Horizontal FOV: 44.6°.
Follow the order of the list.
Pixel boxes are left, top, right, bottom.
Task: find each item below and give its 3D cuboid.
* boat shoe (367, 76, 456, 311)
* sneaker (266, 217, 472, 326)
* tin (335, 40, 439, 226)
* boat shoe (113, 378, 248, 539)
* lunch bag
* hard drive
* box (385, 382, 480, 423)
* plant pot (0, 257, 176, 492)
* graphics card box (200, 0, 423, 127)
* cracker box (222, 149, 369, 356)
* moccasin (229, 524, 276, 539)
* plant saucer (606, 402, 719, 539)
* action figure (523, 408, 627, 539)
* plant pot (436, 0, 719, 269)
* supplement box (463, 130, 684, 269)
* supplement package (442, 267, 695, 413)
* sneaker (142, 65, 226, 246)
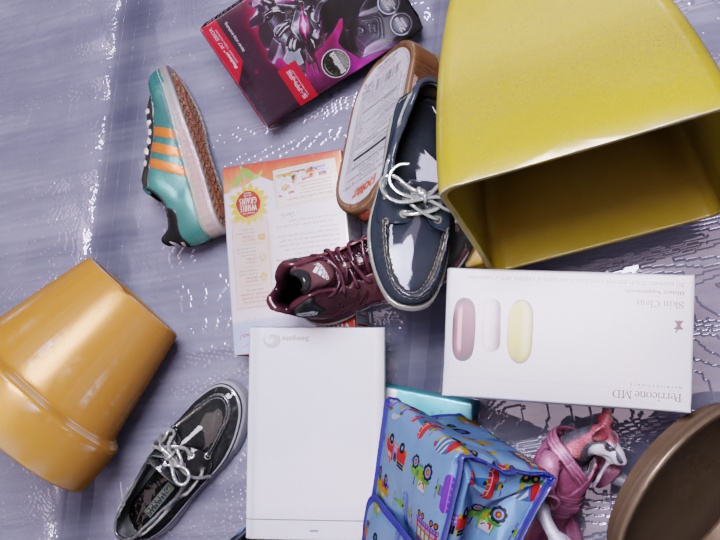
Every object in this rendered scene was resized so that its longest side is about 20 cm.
[{"bbox_3d":[0.050,-0.067,0.740,0.075,0.062,0.200,12,71,-4],"label":"boat shoe"},{"bbox_3d":[0.000,0.000,0.784,0.200,0.115,0.076,-30,74,26],"label":"sneaker"},{"bbox_3d":[0.026,-0.137,0.858,0.112,0.042,0.200,-34,39,52],"label":"tin"},{"bbox_3d":[-0.192,0.200,0.922,0.074,0.068,0.199,42,96,16],"label":"boat shoe"},{"bbox_3d":[0.058,0.231,0.746,0.094,0.151,0.200,17,93,-24],"label":"lunch bag"},{"bbox_3d":[-0.042,0.154,0.840,0.132,0.027,0.200,0,84,4],"label":"hard drive"},{"bbox_3d":[0.013,0.152,0.877,0.200,0.049,0.082,8,86,17],"label":"box"},{"bbox_3d":[-0.299,0.094,0.915,0.200,0.200,0.183,39,80,17],"label":"plant pot"},{"bbox_3d":[-0.050,-0.254,0.911,0.200,0.051,0.126,-30,110,10],"label":"graphics card box"},{"bbox_3d":[-0.067,-0.015,0.915,0.134,0.058,0.200,-6,82,15],"label":"cracker box"},{"bbox_3d":[-0.072,0.267,0.879,0.200,0.068,0.080,-43,74,6],"label":"moccasin"},{"bbox_3d":[0.279,0.191,0.736,0.200,0.200,0.029,-56,40,4],"label":"plant saucer"},{"bbox_3d":[0.172,0.197,0.787,0.149,0.134,0.200,43,121,41],"label":"action figure"},{"bbox_3d":[0.162,-0.131,0.689,0.200,0.200,0.177,-15,69,15],"label":"plant pot"},{"bbox_3d":[0.183,-0.086,0.824,0.200,0.103,0.131,-16,79,15],"label":"supplement box"},{"bbox_3d":[0.185,0.062,0.780,0.200,0.156,0.111,1,85,16],"label":"supplement package"},{"bbox_3d":[-0.207,-0.122,0.953,0.080,0.071,0.200,-19,80,10],"label":"sneaker"}]
